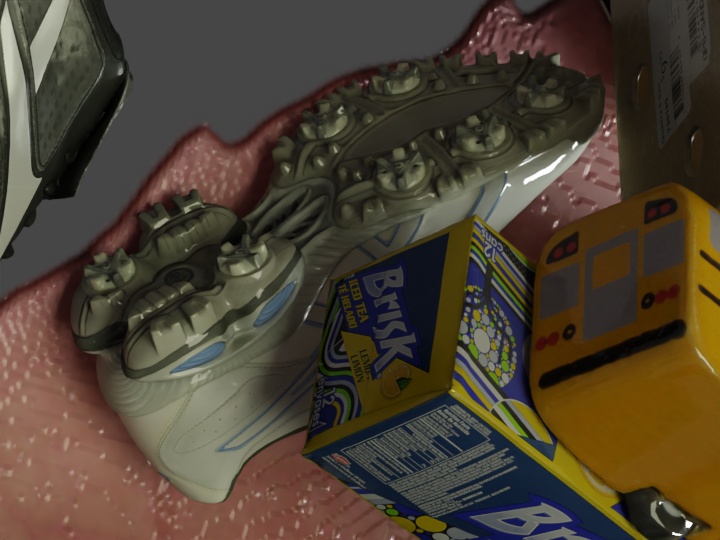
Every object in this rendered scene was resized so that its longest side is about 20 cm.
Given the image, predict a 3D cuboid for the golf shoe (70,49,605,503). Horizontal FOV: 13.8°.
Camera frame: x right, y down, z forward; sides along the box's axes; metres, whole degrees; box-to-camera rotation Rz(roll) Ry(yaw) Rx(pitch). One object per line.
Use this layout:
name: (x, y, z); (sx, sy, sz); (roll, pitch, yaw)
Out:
golf shoe: (0.000, 0.000, 0.989); (0.199, 0.078, 0.098); (-30, 127, -17)

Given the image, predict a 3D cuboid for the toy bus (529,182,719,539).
toy bus: (0.138, 0.057, 0.933); (0.200, 0.065, 0.079); (34, 47, -37)

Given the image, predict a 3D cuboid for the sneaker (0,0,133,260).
sneaker: (-0.110, -0.040, 0.888); (0.090, 0.066, 0.201); (7, 97, -36)

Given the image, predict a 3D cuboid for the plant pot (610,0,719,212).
plant pot: (0.185, -0.068, 0.955); (0.176, 0.200, 0.201); (5, 67, -15)

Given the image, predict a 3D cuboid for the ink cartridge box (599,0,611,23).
ink cartridge box: (0.133, -0.114, 1.075); (0.099, 0.039, 0.200); (-44, 124, -20)

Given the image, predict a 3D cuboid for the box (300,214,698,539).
box: (0.073, 0.070, 0.951); (0.200, 0.064, 0.070); (39, 44, -34)
